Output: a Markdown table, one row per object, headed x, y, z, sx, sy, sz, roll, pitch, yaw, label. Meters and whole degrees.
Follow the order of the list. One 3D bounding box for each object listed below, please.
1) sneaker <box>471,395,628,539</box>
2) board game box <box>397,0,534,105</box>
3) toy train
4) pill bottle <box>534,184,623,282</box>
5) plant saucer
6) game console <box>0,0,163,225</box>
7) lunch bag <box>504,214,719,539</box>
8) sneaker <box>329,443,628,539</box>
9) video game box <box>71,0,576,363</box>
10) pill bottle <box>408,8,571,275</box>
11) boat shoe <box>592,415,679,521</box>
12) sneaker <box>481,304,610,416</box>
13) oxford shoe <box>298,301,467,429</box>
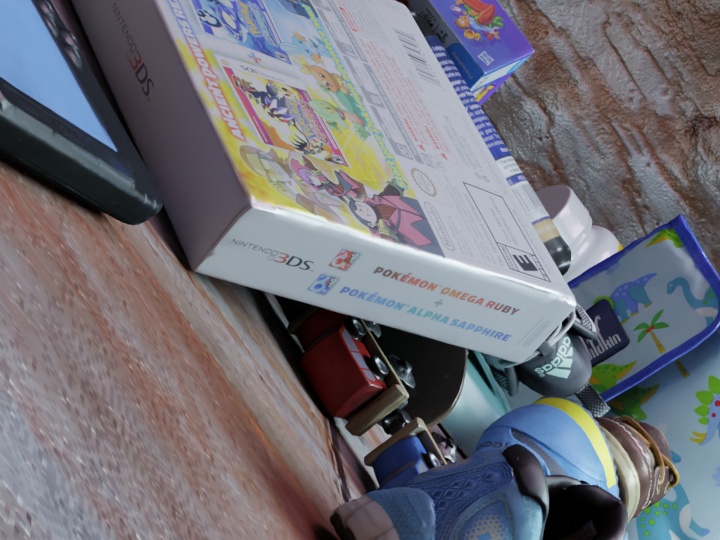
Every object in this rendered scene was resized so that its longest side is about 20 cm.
| x | y | z | sx | sy | sz | roll | pitch | yaw | label |
| --- | --- | --- | --- | --- | --- | --- | --- | --- | --- |
| 0.106 | 0.162 | 1.243 | 0.078 | 0.066 | 0.200 | -32 | 101 | -48 | sneaker |
| -0.015 | -0.150 | 1.354 | 0.045 | 0.134 | 0.200 | -28 | 77 | -44 | board game box |
| -0.003 | 0.040 | 1.056 | 0.200 | 0.034 | 0.046 | 59 | 18 | 21 | toy train |
| 0.186 | 0.036 | 2.126 | 0.200 | 0.114 | 0.114 | 55 | 7 | -19 | pill bottle |
| 0.033 | 0.026 | 1.430 | 0.200 | 0.027 | 0.200 | 56 | 6 | -9 | plant saucer |
| -0.096 | -0.128 | 0.800 | 0.176 | 0.116 | 0.200 | 59 | 7 | 16 | game console |
| 0.174 | 0.088 | 1.551 | 0.200 | 0.170 | 0.127 | 61 | 7 | 21 | lunch bag |
| 0.068 | 0.124 | 0.942 | 0.078 | 0.090 | 0.200 | 62 | 7 | 33 | sneaker |
| -0.021 | -0.060 | 1.060 | 0.182 | 0.047 | 0.200 | 20 | 32 | -41 | video game box |
| 0.009 | -0.058 | 1.263 | 0.200 | 0.112 | 0.112 | 59 | 7 | 6 | pill bottle |
| 0.129 | 0.102 | 1.352 | 0.072 | 0.072 | 0.200 | 57 | -12 | 10 | boat shoe |
| 0.096 | 0.030 | 1.417 | 0.140 | 0.078 | 0.200 | 56 | 7 | -11 | sneaker |
| 0.000 | 0.000 | 1.148 | 0.071 | 0.071 | 0.200 | 87 | -15 | -52 | oxford shoe |
